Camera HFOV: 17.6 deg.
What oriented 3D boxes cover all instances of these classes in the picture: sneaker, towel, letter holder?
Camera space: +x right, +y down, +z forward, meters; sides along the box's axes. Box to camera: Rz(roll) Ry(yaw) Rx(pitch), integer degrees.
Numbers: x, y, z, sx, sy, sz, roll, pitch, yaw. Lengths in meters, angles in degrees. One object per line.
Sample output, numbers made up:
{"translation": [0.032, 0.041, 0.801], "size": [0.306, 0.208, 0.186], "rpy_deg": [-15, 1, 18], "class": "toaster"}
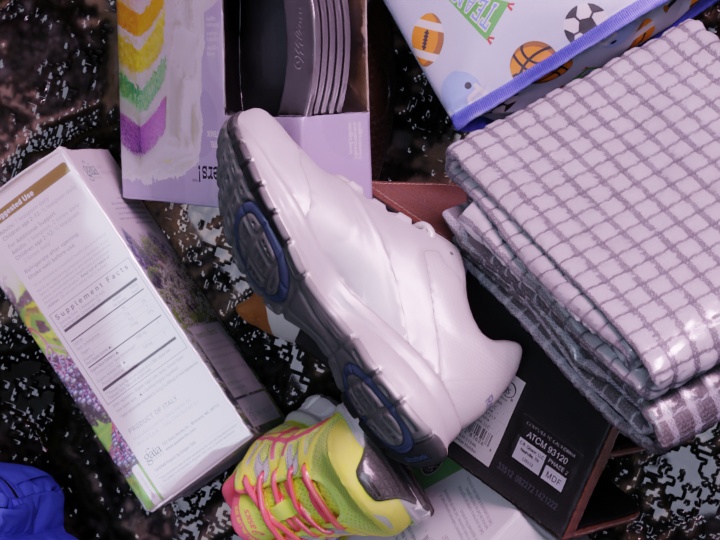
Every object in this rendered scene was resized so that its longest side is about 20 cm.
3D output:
{"translation": [-0.025, 0.119, 1.245], "size": [0.090, 0.200, 0.078], "rpy_deg": [-32, 94, -13], "class": "sneaker"}
{"translation": [0.151, -0.016, 1.129], "size": [0.165, 0.086, 0.200], "rpy_deg": [-28, 44, -14], "class": "towel"}
{"translation": [0.092, 0.041, 1.247], "size": [0.200, 0.142, 0.101], "rpy_deg": [35, 113, 32], "class": "letter holder"}
{"translation": [0.000, 0.000, 1.161], "size": [0.087, 0.075, 0.201], "rpy_deg": [-34, 86, -24], "class": "sneaker"}
{"translation": [-0.033, -0.060, 1.318], "size": [0.084, 0.073, 0.202], "rpy_deg": [9, 89, 21], "class": "sneaker"}

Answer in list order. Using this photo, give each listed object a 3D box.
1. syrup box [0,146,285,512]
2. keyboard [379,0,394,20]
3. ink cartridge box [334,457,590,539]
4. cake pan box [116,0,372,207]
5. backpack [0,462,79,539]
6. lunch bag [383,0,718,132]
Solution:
{"translation": [-0.135, 0.031, 1.339], "size": [0.081, 0.079, 0.201], "rpy_deg": [-36, 85, 11], "class": "syrup box"}
{"translation": [0.100, -0.141, 1.314], "size": [0.127, 0.021, 0.200], "rpy_deg": [-39, 85, 12], "class": "keyboard"}
{"translation": [0.032, 0.194, 1.267], "size": [0.087, 0.145, 0.200], "rpy_deg": [39, 99, -23], "class": "ink cartridge box"}
{"translation": [-0.065, -0.125, 1.261], "size": [0.199, 0.052, 0.186], "rpy_deg": [9, 104, 53], "class": "cake pan box"}
{"translation": [-0.245, 0.194, 1.306], "size": [0.161, 0.200, 0.169], "rpy_deg": [-6, 91, 13], "class": "backpack"}
{"translation": [0.108, -0.192, 1.239], "size": [0.199, 0.124, 0.171], "rpy_deg": [-33, 83, 19], "class": "lunch bag"}
